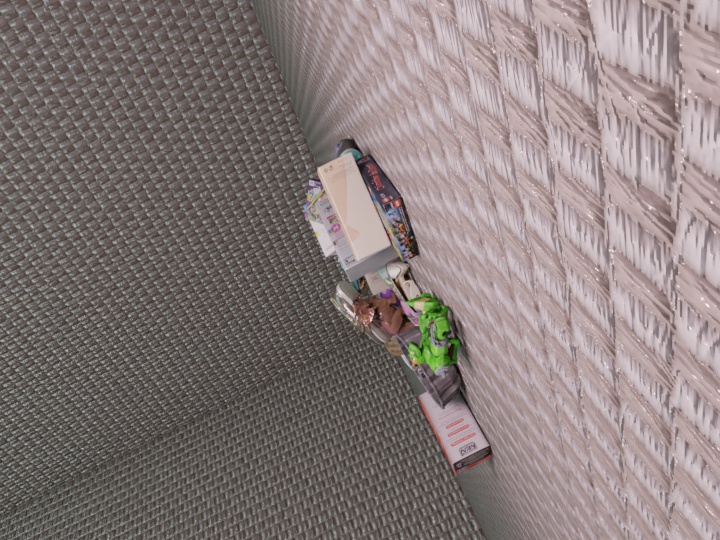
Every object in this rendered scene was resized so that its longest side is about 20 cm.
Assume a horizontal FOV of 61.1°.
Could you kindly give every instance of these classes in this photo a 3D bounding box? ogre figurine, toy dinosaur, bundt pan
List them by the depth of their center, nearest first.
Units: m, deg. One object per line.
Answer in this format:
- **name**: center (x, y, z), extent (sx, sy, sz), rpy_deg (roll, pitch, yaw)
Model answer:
- **ogre figurine**: center (0.139, 0.122, 1.148), extent (0.199, 0.096, 0.123), rpy_deg (-159, 60, -65)
- **bundt pan**: center (0.163, 0.213, 1.405), extent (0.204, 0.075, 0.202), rpy_deg (57, 174, 10)
- **toy dinosaur**: center (0.065, 0.122, 1.555), extent (0.198, 0.137, 0.086), rpy_deg (32, 139, -1)

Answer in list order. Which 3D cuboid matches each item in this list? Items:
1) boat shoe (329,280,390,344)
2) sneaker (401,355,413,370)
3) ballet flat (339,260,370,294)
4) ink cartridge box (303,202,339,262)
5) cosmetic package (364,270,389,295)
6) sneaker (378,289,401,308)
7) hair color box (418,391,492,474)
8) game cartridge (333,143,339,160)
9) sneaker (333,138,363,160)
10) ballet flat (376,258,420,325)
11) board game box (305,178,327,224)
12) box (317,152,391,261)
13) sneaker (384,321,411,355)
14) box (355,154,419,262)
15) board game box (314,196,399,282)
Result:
- **boat shoe**: center (-0.002, 0.121, 1.627), extent (0.202, 0.060, 0.072), rpy_deg (48, -149, 4)
- **sneaker**: center (0.152, 0.222, 1.887), extent (0.131, 0.078, 0.203), rpy_deg (74, 171, -81)
- **ballet flat**: center (0.000, 0.000, 1.610), extent (0.069, 0.074, 0.201), rpy_deg (60, 180, 27)
- **ink cartridge box**: center (-0.058, -0.142, 1.849), extent (0.124, 0.128, 0.203), rpy_deg (-13, -105, -50)
- **cosmetic package**: center (0.035, -0.056, 1.505), extent (0.071, 0.103, 0.204), rpy_deg (-118, 5, -73)
- **sneaker**: center (0.073, 0.010, 1.662), extent (0.089, 0.079, 0.202), rpy_deg (80, 168, -50)
- **hair color box**: center (0.225, 0.372, 1.467), extent (0.202, 0.100, 0.062), rpy_deg (-116, 3, -46)
- **game cartridge**: center (-0.043, -0.240, 1.593), extent (0.201, 0.037, 0.132), rpy_deg (-119, 38, -59)
- **sneaker**: center (-0.035, -0.227, 1.463), extent (0.202, 0.076, 0.093), rpy_deg (108, 157, -45)
- **ballet flat**: center (0.102, 0.030, 1.418), extent (0.202, 0.068, 0.071), rpy_deg (60, 155, 17)
- **board game box**: center (-0.078, -0.186, 1.758), extent (0.197, 0.032, 0.123), rpy_deg (21, 106, 37)
- **box**: center (-0.014, -0.127, 1.248), extent (0.095, 0.076, 0.204), rpy_deg (-168, 54, -86)
- **sneaker**: center (0.159, 0.176, 1.602), extent (0.198, 0.111, 0.073), rpy_deg (-3, 114, 55)
- **box**: center (0.051, -0.127, 1.216), extent (0.201, 0.037, 0.138), rpy_deg (-117, 4, -53)
- **board game box**: center (-0.002, -0.097, 1.383), extent (0.065, 0.145, 0.203), rpy_deg (64, 180, -60)
